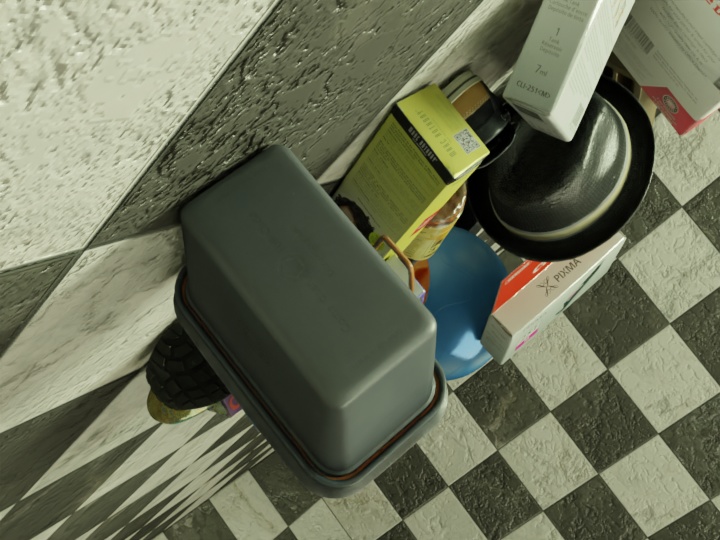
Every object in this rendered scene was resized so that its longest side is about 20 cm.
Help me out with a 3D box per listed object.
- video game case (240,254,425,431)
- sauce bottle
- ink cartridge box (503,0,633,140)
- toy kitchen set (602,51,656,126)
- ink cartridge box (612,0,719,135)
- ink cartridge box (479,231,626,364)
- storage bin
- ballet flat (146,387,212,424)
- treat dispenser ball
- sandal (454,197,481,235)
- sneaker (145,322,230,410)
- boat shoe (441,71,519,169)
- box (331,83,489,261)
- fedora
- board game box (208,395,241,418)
[{"bbox_3d":[-0.024,0.079,0.861,0.180,0.046,0.200,-39,169,-7],"label":"video game case"},{"bbox_3d":[0.052,-0.044,0.897,0.066,0.066,0.200,-36,173,-14],"label":"sauce bottle"},{"bbox_3d":[0.182,-0.202,0.756,0.176,0.043,0.200,-68,165,8],"label":"ink cartridge box"},{"bbox_3d":[0.221,-0.158,1.108,0.199,0.163,0.182,-35,144,-22],"label":"toy kitchen set"},{"bbox_3d":[0.345,-0.249,0.929,0.084,0.147,0.200,-35,172,-13],"label":"ink cartridge box"},{"bbox_3d":[0.233,0.007,1.097,0.199,0.044,0.174,-38,161,-17],"label":"ink cartridge box"},{"bbox_3d":[-0.026,0.020,0.598,0.145,0.201,0.135,-35,163,-17],"label":"storage bin"},{"bbox_3d":[-0.120,0.065,0.875,0.199,0.071,0.071,-33,171,-33],"label":"ballet flat"},{"bbox_3d":[0.102,0.043,1.229,0.200,0.202,0.201,-37,172,-6],"label":"treat dispenser ball"},{"bbox_3d":[0.131,-0.039,1.339,0.047,0.076,0.201,7,142,-35],"label":"sandal"},{"bbox_3d":[-0.097,0.045,0.810,0.199,0.076,0.088,-41,178,13],"label":"sneaker"},{"bbox_3d":[0.101,-0.121,0.829,0.074,0.063,0.200,-41,173,6],"label":"boat shoe"},{"bbox_3d":[0.023,-0.059,0.772,0.050,0.076,0.200,-32,168,-37],"label":"box"},{"bbox_3d":[0.190,-0.111,0.915,0.200,0.202,0.091,-40,160,11],"label":"fedora"},{"bbox_3d":[-0.092,0.078,0.971,0.199,0.033,0.119,-35,-154,-32],"label":"board game box"}]
